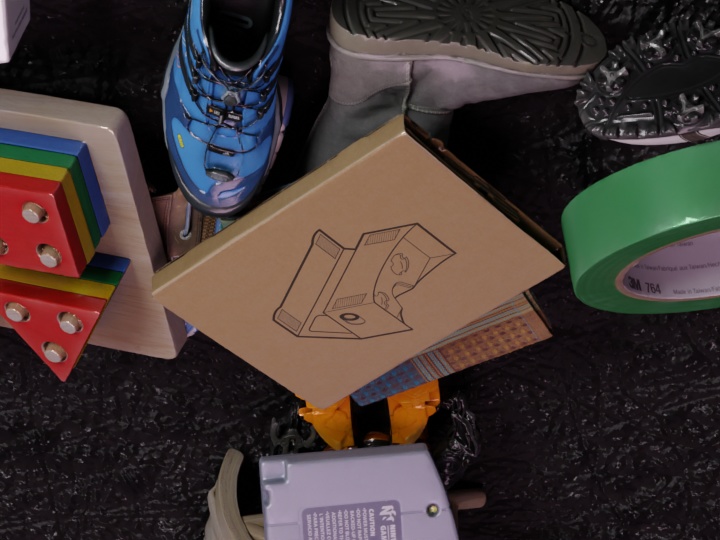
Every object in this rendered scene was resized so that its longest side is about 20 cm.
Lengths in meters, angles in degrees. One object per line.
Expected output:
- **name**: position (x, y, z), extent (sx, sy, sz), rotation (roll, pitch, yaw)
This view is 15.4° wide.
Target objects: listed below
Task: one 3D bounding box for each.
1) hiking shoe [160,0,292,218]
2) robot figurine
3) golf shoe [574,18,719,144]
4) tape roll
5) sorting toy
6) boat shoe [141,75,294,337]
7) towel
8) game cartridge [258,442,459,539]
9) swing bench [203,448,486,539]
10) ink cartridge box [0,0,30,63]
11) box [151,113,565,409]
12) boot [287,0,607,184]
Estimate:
- **hiking shoe**: position (-0.079, -0.118, 1.527), extent (0.074, 0.087, 0.201), rotation (8, 113, 1)
- **robot figurine**: position (0.007, 0.078, 1.782), extent (0.144, 0.058, 0.201), rotation (-3, 135, 3)
- **golf shoe**: position (0.222, -0.105, 1.564), extent (0.199, 0.078, 0.095), rotation (-17, 150, -6)
- **tape roll**: position (0.223, -0.027, 1.622), extent (0.199, 0.048, 0.201), rotation (-9, 162, -3)
- **sorting toy**: position (-0.225, -0.017, 1.630), extent (0.199, 0.070, 0.200), rotation (10, 138, 20)
- **boat shoe**: position (-0.103, -0.047, 1.655), extent (0.072, 0.072, 0.201), rotation (16, 123, -10)
- **towel**: position (0.018, 0.002, 1.649), extent (0.146, 0.022, 0.200), rotation (-20, 136, 17)
- **game cartridge**: position (0.004, 0.217, 1.780), extent (0.132, 0.041, 0.201), rotation (-3, 99, -1)
- **swing bench**: position (-0.027, 0.251, 1.906), extent (0.199, 0.130, 0.200), rotation (9, 135, -8)
- **ink cartridge box**: position (-0.255, -0.218, 1.416), extent (0.144, 0.084, 0.201), rotation (0, 113, 2)
- **box**: position (0.000, 0.000, 1.612), extent (0.199, 0.021, 0.163), rotation (-32, 133, 26)
- **boot**: position (0.045, -0.078, 1.618), extent (0.180, 0.073, 0.201), rotation (7, 132, -2)
